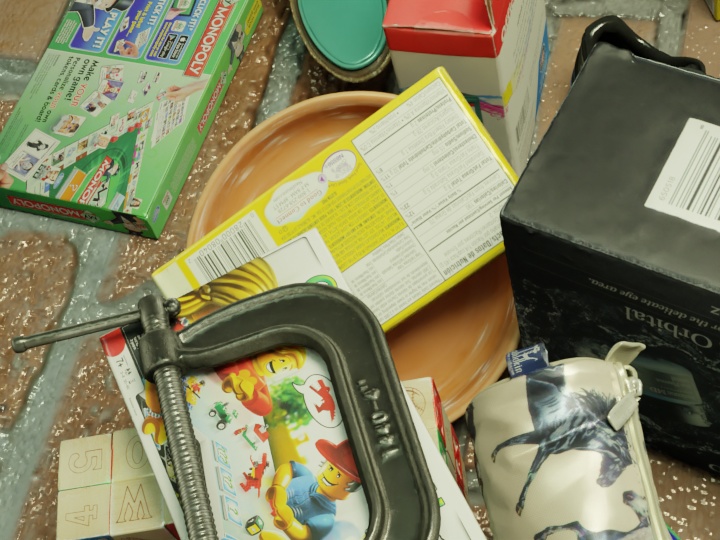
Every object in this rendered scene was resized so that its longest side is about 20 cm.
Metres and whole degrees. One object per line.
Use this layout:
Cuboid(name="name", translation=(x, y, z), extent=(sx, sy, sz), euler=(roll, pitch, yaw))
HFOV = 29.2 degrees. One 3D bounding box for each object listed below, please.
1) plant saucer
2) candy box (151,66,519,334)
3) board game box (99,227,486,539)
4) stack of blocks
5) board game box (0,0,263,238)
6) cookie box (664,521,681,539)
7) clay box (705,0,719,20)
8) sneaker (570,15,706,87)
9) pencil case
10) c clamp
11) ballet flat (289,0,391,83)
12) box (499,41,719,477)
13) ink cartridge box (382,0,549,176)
Cuboid(name="plant saucer", translation=(0.000, 0.000, 0.783), extent=(0.200, 0.037, 0.200), euler=(0, 90, 14))
Cuboid(name="candy box", translation=(-0.008, -0.012, 0.753), extent=(0.200, 0.026, 0.102), euler=(-34, 86, 11))
Cuboid(name="board game box", translation=(-0.035, 0.086, 0.667), extent=(0.126, 0.035, 0.200), euler=(-28, 57, -4))
Cuboid(name="stack of blocks", translation=(-0.046, 0.123, 0.737), extent=(0.200, 0.115, 0.059), euler=(-10, 58, 8))
Cuboid(name="board game box", translation=(-0.165, -0.123, 0.962), extent=(0.134, 0.029, 0.200), euler=(12, 63, 18))
Cuboid(name="cookie box", translation=(0.123, 0.220, 0.642), extent=(0.171, 0.075, 0.200), euler=(-45, 59, 4))
Cuboid(name="clay box", translation=(0.223, -0.267, 0.861), extent=(0.048, 0.200, 0.115), euler=(-17, 58, 1))
Cuboid(name="sneaker", translation=(0.188, -0.077, 0.824), extent=(0.071, 0.083, 0.200), euler=(-30, 58, -6))
Cuboid(name="pencil case", translation=(0.106, 0.131, 0.594), extent=(0.089, 0.078, 0.200), euler=(-41, 51, 41))
Cuboid(name="c clamp", translation=(-0.058, 0.083, 0.642), extent=(0.171, 0.027, 0.200), euler=(-21, 56, -6))
Cuboid(name="ballet flat", translation=(-0.021, -0.195, 0.952), extent=(0.070, 0.065, 0.200), euler=(-22, 60, 1))
Cuboid(name="box", translation=(0.189, 0.013, 0.700), extent=(0.197, 0.200, 0.117), euler=(21, 66, 23))
Cuboid(name="ink cartridge box", translation=(0.066, -0.150, 0.825), extent=(0.067, 0.200, 0.116), euler=(7, 61, 16))
